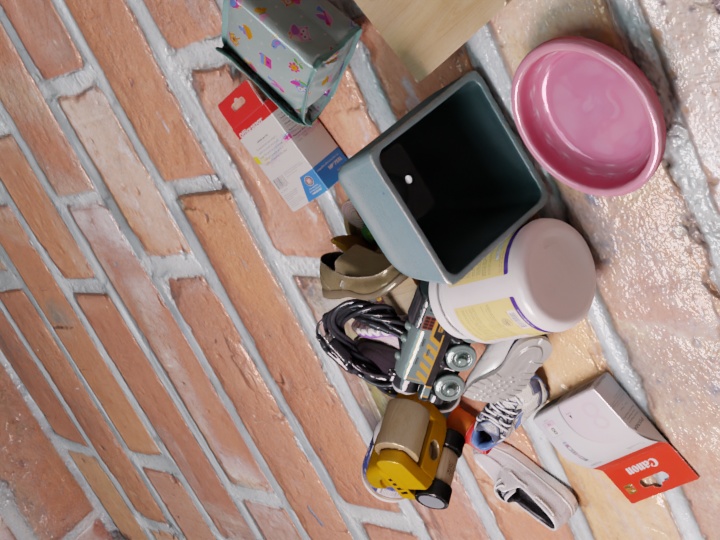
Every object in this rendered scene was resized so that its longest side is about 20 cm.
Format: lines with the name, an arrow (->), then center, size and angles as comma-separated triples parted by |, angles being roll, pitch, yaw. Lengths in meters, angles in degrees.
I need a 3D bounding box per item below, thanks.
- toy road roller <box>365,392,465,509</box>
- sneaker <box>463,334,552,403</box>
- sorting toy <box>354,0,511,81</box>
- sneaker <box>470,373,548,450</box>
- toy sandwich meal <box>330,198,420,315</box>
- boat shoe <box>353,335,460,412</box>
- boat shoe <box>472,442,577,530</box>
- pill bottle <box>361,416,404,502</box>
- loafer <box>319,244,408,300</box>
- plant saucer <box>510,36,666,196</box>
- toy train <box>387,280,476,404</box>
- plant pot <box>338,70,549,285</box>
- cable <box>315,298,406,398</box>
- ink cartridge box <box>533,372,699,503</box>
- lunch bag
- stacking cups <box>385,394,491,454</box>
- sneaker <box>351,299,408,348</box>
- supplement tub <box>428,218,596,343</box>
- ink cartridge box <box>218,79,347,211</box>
toy road roller -> 0.063, 0.285, 1.846 | 0.144, 0.124, 0.200 | -4, 142, 33
sneaker -> 0.210, 0.122, 1.695 | 0.075, 0.081, 0.200 | 12, 141, -25
sorting toy -> 0.076, -0.359, 1.385 | 0.199, 0.070, 0.200 | 51, 147, -4
sneaker -> 0.221, 0.218, 1.787 | 0.077, 0.085, 0.201 | 38, 145, 14
toy sandwich meal -> 0.038, -0.025, 1.767 | 0.204, 0.070, 0.207 | 30, 143, 26
boat shoe -> 0.070, 0.165, 1.902 | 0.198, 0.076, 0.061 | 21, 153, 20
boat shoe -> 0.252, 0.348, 1.896 | 0.199, 0.068, 0.073 | 36, 145, 22
pill bottle -> 0.070, 0.311, 2.034 | 0.111, 0.111, 0.201 | 38, 145, 15
loafer -> 0.000, 0.000, 1.716 | 0.199, 0.076, 0.068 | -11, 111, 49
plant saucer -> 0.268, -0.183, 1.358 | 0.199, 0.051, 0.202 | 30, 142, 27
toy train -> 0.113, 0.103, 1.710 | 0.112, 0.086, 0.202 | 14, 119, -10
plant pot -> 0.084, -0.112, 1.531 | 0.198, 0.195, 0.199 | 57, 157, -13
cable -> 0.032, 0.120, 1.813 | 0.200, 0.051, 0.163 | 42, 135, -9
ink cartridge box -> 0.363, 0.255, 1.692 | 0.201, 0.057, 0.162 | 52, 145, 3
lunch bag -> -0.106, -0.301, 1.613 | 0.170, 0.122, 0.200 | 42, 155, 5
stacking cups -> 0.137, 0.229, 1.929 | 0.198, 0.061, 0.061 | 30, 143, 21
sneaker -> 0.068, 0.098, 1.857 | 0.199, 0.081, 0.089 | 0, 131, 48
supplement tub -> 0.197, 0.019, 1.557 | 0.199, 0.145, 0.146 | -15, 112, 54
ink cartridge box -> -0.115, -0.201, 1.770 | 0.201, 0.067, 0.116 | 54, 146, -8
